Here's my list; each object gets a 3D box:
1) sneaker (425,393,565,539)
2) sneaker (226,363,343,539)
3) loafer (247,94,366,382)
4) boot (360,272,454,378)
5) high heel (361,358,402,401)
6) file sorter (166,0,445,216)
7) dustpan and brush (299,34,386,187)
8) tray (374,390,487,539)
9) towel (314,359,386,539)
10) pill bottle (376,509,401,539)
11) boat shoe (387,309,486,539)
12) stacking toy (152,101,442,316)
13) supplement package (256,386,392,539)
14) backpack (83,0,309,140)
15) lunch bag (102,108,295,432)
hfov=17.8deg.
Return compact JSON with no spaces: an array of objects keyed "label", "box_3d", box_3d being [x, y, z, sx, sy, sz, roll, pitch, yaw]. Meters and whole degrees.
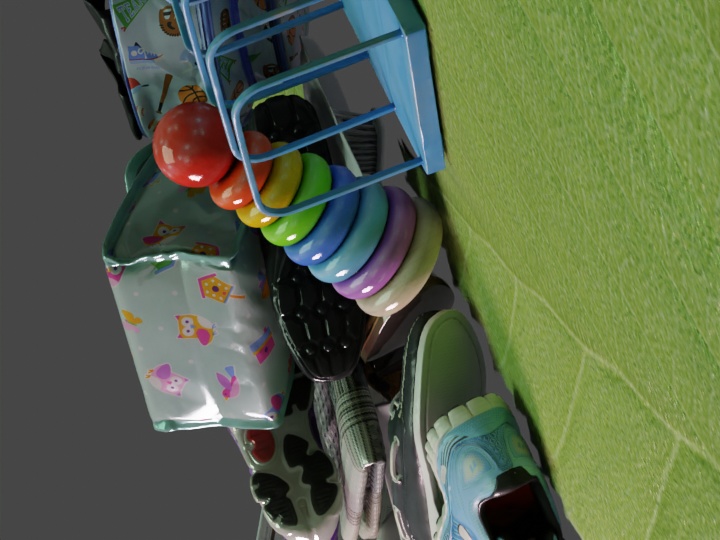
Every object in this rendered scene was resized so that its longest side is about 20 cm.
[{"label":"sneaker","box_3d":[0.095,0.178,1.524,0.090,0.078,0.200,55,167,45]},{"label":"sneaker","box_3d":[-0.063,0.132,1.722,0.084,0.080,0.200,80,175,-54]},{"label":"loafer","box_3d":[-0.036,-0.022,1.588,0.070,0.068,0.201,97,161,-84]},{"label":"boot","box_3d":[0.017,0.021,1.629,0.076,0.073,0.200,61,171,9]},{"label":"high heel","box_3d":[0.000,0.000,1.746,0.143,0.071,0.200,69,-176,-56]},{"label":"file sorter","box_3d":[-0.045,-0.153,1.401,0.139,0.122,0.200,77,169,-56]},{"label":"dustpan and brush","box_3d":[0.004,-0.065,1.651,0.200,0.057,0.140,89,162,-54]},{"label":"tray","box_3d":[0.075,0.184,1.647,0.107,0.022,0.201,-14,91,39]},{"label":"towel","box_3d":[-0.019,0.091,1.712,0.200,0.034,0.193,91,164,-66]},{"label":"pill bottle","box_3d":[0.079,0.267,1.782,0.200,0.109,0.110,76,171,-45]},{"label":"boat shoe","box_3d":[0.046,0.114,1.576,0.060,0.076,0.201,19,122,40]},{"label":"stacking toy","box_3d":[-0.048,-0.046,1.484,0.200,0.085,0.085,27,-167,-24]},{"label":"supplement package","box_3d":[-0.017,0.162,1.884,0.156,0.111,0.201,94,-174,-76]},{"label":"backpack","box_3d":[-0.115,-0.189,1.639,0.191,0.154,0.200,-77,-24,-45]},{"label":"lunch bag","box_3d":[-0.105,-0.007,1.684,0.200,0.122,0.171,-77,-20,-49]}]
